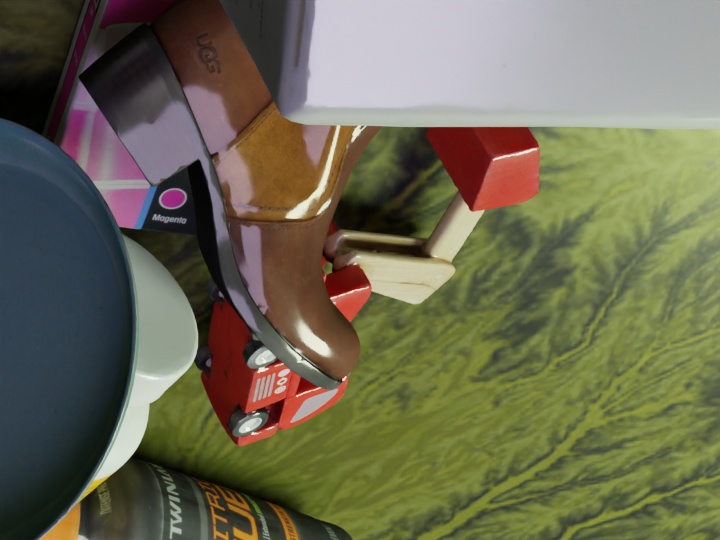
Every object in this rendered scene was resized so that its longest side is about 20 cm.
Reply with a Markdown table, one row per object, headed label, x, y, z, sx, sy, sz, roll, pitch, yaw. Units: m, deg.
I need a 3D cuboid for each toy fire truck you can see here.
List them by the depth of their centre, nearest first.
| label | x | y | z | sx | sy | sz | roll | pitch | yaw |
| --- | --- | --- | --- | --- | --- | --- | --- | --- | --- |
| toy fire truck | 0.000 | 0.000 | 0.972 | 0.141 | 0.049 | 0.200 | -19 | 151 | -21 |

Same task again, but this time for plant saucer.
| label | x | y | z | sx | sy | sz | roll | pitch | yaw |
| --- | --- | --- | --- | --- | --- | --- | --- | --- | --- |
| plant saucer | -0.176 | 0.033 | 0.878 | 0.200 | 0.200 | 0.027 | -31 | 159 | 18 |

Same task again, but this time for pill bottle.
| label | x | y | z | sx | sy | sz | roll | pitch | yaw |
| --- | --- | --- | --- | --- | --- | --- | --- | --- | --- |
| pill bottle | -0.170 | 0.068 | 0.956 | 0.113 | 0.113 | 0.200 | 26 | 127 | -35 |
| pill bottle | -0.102 | 0.160 | 1.083 | 0.200 | 0.106 | 0.106 | 23 | 126 | -34 |

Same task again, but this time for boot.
| label | x | y | z | sx | sy | sz | roll | pitch | yaw |
| --- | --- | --- | --- | --- | --- | --- | --- | --- | --- |
| boot | 0.012 | -0.066 | 0.854 | 0.200 | 0.068 | 0.188 | -33 | 112 | -3 |

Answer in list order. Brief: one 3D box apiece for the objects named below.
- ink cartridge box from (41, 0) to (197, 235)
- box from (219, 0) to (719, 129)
| label | x | y | z | sx | sy | sz | roll | pitch | yaw |
| --- | --- | --- | --- | --- | --- | --- | --- | --- | --- |
| ink cartridge box | -0.071 | -0.097 | 0.874 | 0.095 | 0.037 | 0.200 | 6 | 132 | -22 |
| box | 0.060 | -0.165 | 0.697 | 0.199 | 0.171 | 0.200 | 0 | 116 | -15 |
